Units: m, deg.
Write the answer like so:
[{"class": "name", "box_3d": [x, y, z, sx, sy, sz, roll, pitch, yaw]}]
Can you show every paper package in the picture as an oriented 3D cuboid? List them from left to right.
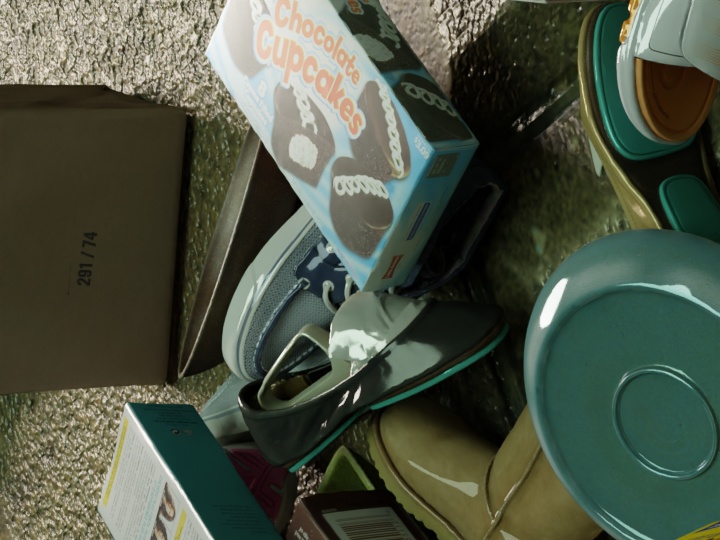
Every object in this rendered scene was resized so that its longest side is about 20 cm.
[{"class": "paper package", "box_3d": [-0.224, -0.021, 1.992, 0.103, 0.190, 0.201, 21, 109, 51]}]

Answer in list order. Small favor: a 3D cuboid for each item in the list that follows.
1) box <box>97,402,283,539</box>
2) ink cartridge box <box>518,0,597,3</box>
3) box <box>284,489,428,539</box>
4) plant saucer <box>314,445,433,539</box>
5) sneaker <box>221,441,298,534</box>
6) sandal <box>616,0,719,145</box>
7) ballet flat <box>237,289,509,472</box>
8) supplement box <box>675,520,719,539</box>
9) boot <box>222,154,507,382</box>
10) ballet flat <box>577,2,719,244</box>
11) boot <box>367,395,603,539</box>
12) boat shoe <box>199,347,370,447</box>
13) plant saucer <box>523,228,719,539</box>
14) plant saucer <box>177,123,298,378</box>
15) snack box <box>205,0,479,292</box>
[{"class": "box", "box_3d": [-0.097, 0.164, 1.771, 0.200, 0.049, 0.083, 51, 131, 51]}, {"class": "ink cartridge box", "box_3d": [0.075, -0.228, 1.643, 0.200, 0.083, 0.148, 14, 106, 54]}, {"class": "box", "box_3d": [-0.014, 0.240, 1.749, 0.100, 0.075, 0.201, 50, 130, 41]}, {"class": "plant saucer", "box_3d": [0.019, 0.242, 1.807, 0.200, 0.048, 0.200, 55, 134, 36]}, {"class": "sneaker", "box_3d": [-0.093, 0.172, 1.919, 0.081, 0.088, 0.200, 52, 131, 13]}, {"class": "sandal", "box_3d": [0.189, -0.158, 1.499, 0.059, 0.079, 0.208, 28, 111, 41]}, {"class": "ballet flat", "box_3d": [-0.003, 0.055, 1.705, 0.200, 0.068, 0.068, -34, 100, 37]}, {"class": "supplement box", "box_3d": [0.210, 0.225, 1.453, 0.109, 0.109, 0.201, -22, 87, 51]}, {"class": "boot", "box_3d": [0.000, 0.000, 1.743, 0.090, 0.073, 0.200, 43, 104, 39]}, {"class": "ballet flat", "box_3d": [0.154, -0.046, 1.572, 0.063, 0.068, 0.201, -50, 54, 54]}, {"class": "boot", "box_3d": [0.101, 0.082, 1.666, 0.175, 0.066, 0.200, 49, 133, 23]}, {"class": "boat shoe", "box_3d": [-0.042, 0.066, 1.864, 0.201, 0.070, 0.072, -29, 60, 47]}, {"class": "plant saucer", "box_3d": [0.164, 0.076, 1.537, 0.199, 0.027, 0.201, 18, 122, 31]}, {"class": "plant saucer", "box_3d": [-0.069, -0.024, 1.844, 0.200, 0.036, 0.201, -164, 90, -84]}, {"class": "snack box", "box_3d": [-0.014, -0.100, 1.695, 0.200, 0.037, 0.116, 56, 138, 30]}]
